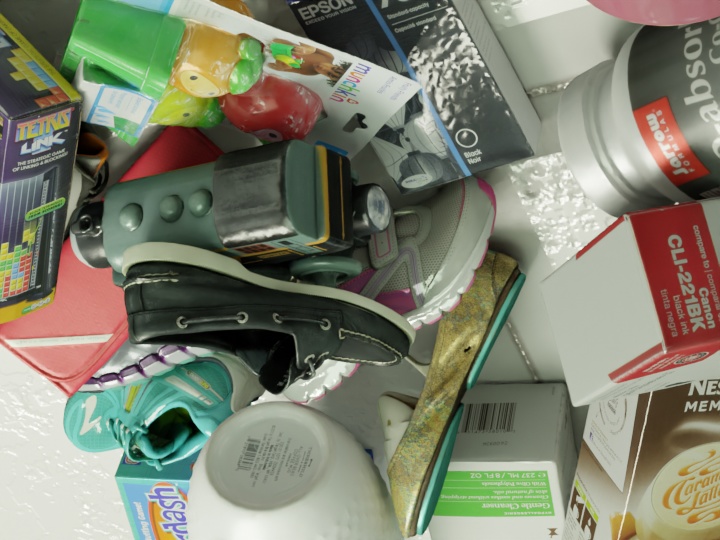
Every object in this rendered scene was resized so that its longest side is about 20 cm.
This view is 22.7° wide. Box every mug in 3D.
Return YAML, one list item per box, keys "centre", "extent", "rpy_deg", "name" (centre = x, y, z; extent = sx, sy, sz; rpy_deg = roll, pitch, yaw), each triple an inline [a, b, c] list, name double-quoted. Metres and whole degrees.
- centre: [-0.059, 0.195, 1.223]
  extent: [0.147, 0.200, 0.176]
  rpy_deg: [18, 146, 24]
  name: "mug"

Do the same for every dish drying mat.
- centre: [-0.159, -0.007, 1.205]
  extent: [0.077, 0.018, 0.200]
  rpy_deg: [41, 101, -13]
  name: "dish drying mat"

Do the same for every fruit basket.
- centre: [-0.082, -0.111, 1.075]
  extent: [0.199, 0.094, 0.185]
  rpy_deg: [25, 163, -10]
  name: "fruit basket"

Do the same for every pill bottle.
- centre: [0.215, -0.102, 1.009]
  extent: [0.116, 0.116, 0.200]
  rpy_deg: [42, 140, -22]
  name: "pill bottle"

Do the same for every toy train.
- centre: [-0.083, -0.030, 1.105]
  extent: [0.199, 0.086, 0.114]
  rpy_deg: [-8, 165, 30]
  name: "toy train"

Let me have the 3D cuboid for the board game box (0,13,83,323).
- centre: [-0.257, -0.091, 1.114]
  extent: [0.200, 0.057, 0.166]
  rpy_deg: [43, 138, 30]
  name: "board game box"

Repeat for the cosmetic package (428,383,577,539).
- centre: [0.110, 0.181, 1.321]
  extent: [0.107, 0.085, 0.201]
  rpy_deg: [-3, 128, 15]
  name: "cosmetic package"

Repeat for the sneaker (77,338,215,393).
- centre: [-0.136, 0.021, 1.262]
  extent: [0.199, 0.075, 0.088]
  rpy_deg: [-17, 115, 13]
  name: "sneaker"

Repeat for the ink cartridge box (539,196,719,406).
- centre: [0.227, 0.009, 1.050]
  extent: [0.199, 0.084, 0.144]
  rpy_deg: [-11, 167, -17]
  name: "ink cartridge box"

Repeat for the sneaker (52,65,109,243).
- centre: [-0.207, -0.052, 1.207]
  extent: [0.079, 0.074, 0.201]
  rpy_deg: [5, 131, 4]
  name: "sneaker"

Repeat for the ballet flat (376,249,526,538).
- centre: [0.048, 0.078, 1.207]
  extent: [0.070, 0.071, 0.201]
  rpy_deg: [21, 93, -4]
  name: "ballet flat"

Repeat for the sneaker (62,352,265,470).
- centre: [-0.157, 0.105, 1.317]
  extent: [0.199, 0.080, 0.078]
  rpy_deg: [-17, 127, 42]
  name: "sneaker"

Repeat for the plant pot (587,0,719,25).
- centre: [0.150, -0.229, 0.893]
  extent: [0.199, 0.201, 0.179]
  rpy_deg: [-2, 146, 16]
  name: "plant pot"

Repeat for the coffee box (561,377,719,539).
- centre: [0.214, 0.122, 1.195]
  extent: [0.114, 0.080, 0.201]
  rpy_deg: [-3, 121, -15]
  name: "coffee box"

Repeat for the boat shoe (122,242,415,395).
- centre: [-0.055, 0.040, 1.083]
  extent: [0.199, 0.066, 0.074]
  rpy_deg: [20, 154, -34]
  name: "boat shoe"

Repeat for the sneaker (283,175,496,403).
- centre: [0.000, 0.000, 1.166]
  extent: [0.200, 0.081, 0.088]
  rpy_deg: [-39, 118, 14]
  name: "sneaker"

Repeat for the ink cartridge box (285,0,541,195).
- centre: [0.026, -0.141, 1.091]
  extent: [0.099, 0.039, 0.200]
  rpy_deg: [-16, 124, 27]
  name: "ink cartridge box"

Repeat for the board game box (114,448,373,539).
- centre: [-0.080, 0.204, 1.415]
  extent: [0.199, 0.045, 0.153]
  rpy_deg: [1, 130, 14]
  name: "board game box"
